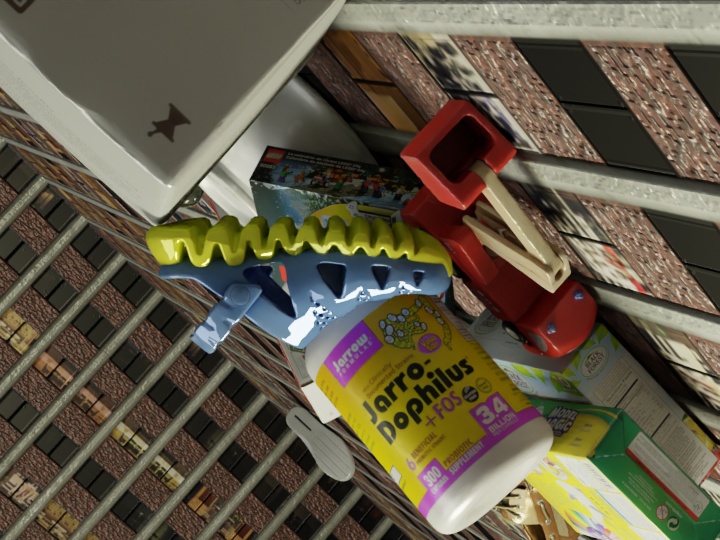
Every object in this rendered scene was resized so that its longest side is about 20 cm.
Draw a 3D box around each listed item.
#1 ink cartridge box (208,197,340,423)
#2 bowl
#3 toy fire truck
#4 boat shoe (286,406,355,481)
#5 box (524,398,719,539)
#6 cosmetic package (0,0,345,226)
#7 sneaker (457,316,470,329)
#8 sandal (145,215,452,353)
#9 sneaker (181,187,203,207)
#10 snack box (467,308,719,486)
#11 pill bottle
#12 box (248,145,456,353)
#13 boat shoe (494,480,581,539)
[{"bbox_3d":[-0.048,0.029,1.316,0.201,0.083,0.176,62,177,21],"label":"ink cartridge box"},{"bbox_3d":[-0.079,-0.090,1.123,0.201,0.090,0.201,40,168,10],"label":"bowl"},{"bbox_3d":[0.092,-0.019,0.905,0.200,0.049,0.141,46,169,-17],"label":"toy fire truck"},{"bbox_3d":[-0.071,0.354,2.902,0.200,0.072,0.071,48,-178,30],"label":"boat shoe"},{"bbox_3d":[0.165,0.147,1.024,0.117,0.048,0.200,44,164,-13],"label":"box"},{"bbox_3d":[-0.126,-0.149,0.861,0.165,0.165,0.200,42,170,-5],"label":"cosmetic package"},{"bbox_3d":[0.077,0.074,1.282,0.200,0.073,0.071,49,174,18],"label":"sneaker"},{"bbox_3d":[-0.038,0.009,0.918,0.198,0.088,0.079,0,-172,11],"label":"sandal"},{"bbox_3d":[-0.218,-0.121,1.571,0.085,0.078,0.200,42,-179,-40],"label":"sneaker"},{"bbox_3d":[0.166,0.097,1.079,0.142,0.053,0.200,46,167,-14],"label":"snack box"},{"bbox_3d":[0.032,0.072,0.966,0.200,0.104,0.104,48,172,18],"label":"pill bottle"},{"bbox_3d":[0.000,0.000,1.065,0.135,0.038,0.201,12,142,18],"label":"box"},{"bbox_3d":[0.180,0.240,1.518,0.075,0.074,0.200,26,159,54],"label":"boat shoe"}]
